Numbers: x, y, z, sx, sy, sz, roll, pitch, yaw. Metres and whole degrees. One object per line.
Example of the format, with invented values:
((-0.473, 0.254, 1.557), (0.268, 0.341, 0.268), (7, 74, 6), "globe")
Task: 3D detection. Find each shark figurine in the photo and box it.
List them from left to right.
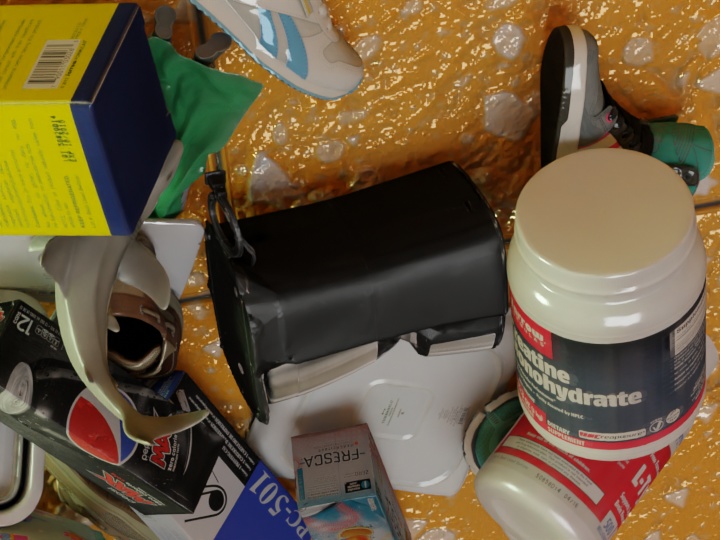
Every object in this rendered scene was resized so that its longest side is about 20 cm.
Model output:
((-0.179, 0.020, 1.486), (0.128, 0.215, 0.089), (-10, 163, 19), "shark figurine")

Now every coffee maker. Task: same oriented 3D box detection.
((0.000, 0.000, 1.612), (0.200, 0.135, 0.192), (-17, 152, -14), "coffee maker")

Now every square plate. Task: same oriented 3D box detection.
((0.024, 0.102, 1.785), (0.198, 0.028, 0.200), (9, 125, -20), "square plate")

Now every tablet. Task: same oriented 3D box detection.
((-0.219, -0.005, 1.612), (0.199, 0.014, 0.130), (0, 154, -15), "tablet")

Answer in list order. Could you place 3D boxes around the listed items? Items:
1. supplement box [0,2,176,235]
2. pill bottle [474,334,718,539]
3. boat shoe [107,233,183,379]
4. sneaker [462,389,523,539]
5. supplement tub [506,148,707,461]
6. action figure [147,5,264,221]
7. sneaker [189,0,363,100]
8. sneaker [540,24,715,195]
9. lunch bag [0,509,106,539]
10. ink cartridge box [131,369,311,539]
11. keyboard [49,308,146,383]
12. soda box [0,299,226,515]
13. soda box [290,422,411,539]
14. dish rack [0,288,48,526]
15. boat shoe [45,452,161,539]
((-0.237, -0.098, 1.460), (0.199, 0.110, 0.109), (1, 132, 15), "supplement box")
((0.186, 0.121, 1.742), (0.200, 0.112, 0.112), (-51, 131, -18), "pill bottle")
((-0.169, 0.043, 1.624), (0.076, 0.072, 0.200), (-9, 155, 4), "boat shoe")
((0.145, 0.171, 1.831), (0.077, 0.080, 0.200), (-38, 133, -10), "sneaker")
((0.176, 0.026, 1.607), (0.140, 0.141, 0.200), (-13, 137, -4), "supplement tub")
((-0.140, -0.093, 1.555), (0.118, 0.055, 0.200), (28, 139, 3), "action figure")
((-0.056, -0.187, 1.504), (0.081, 0.077, 0.200), (-43, 130, 10), "sneaker")
((0.195, -0.098, 1.630), (0.120, 0.084, 0.200), (-7, 137, -2), "sneaker")
((-0.278, 0.229, 1.695), (0.170, 0.200, 0.122), (11, 96, -10), "lunch bag")
((-0.119, 0.174, 1.754), (0.044, 0.094, 0.200), (2, 140, 42), "ink cartridge box")
((-0.181, 0.104, 1.725), (0.011, 0.056, 0.200), (2, 146, 42), "keyboard")
((-0.196, 0.100, 1.604), (0.200, 0.063, 0.071), (37, 153, -29), "soda box")
((-0.002, 0.201, 1.797), (0.063, 0.069, 0.200), (-12, 145, 6), "soda box")
((-0.325, 0.095, 1.610), (0.199, 0.044, 0.172), (4, 84, -21), "dish rack")
((-0.205, 0.165, 1.748), (0.064, 0.071, 0.200), (-18, 133, 28), "boat shoe")
